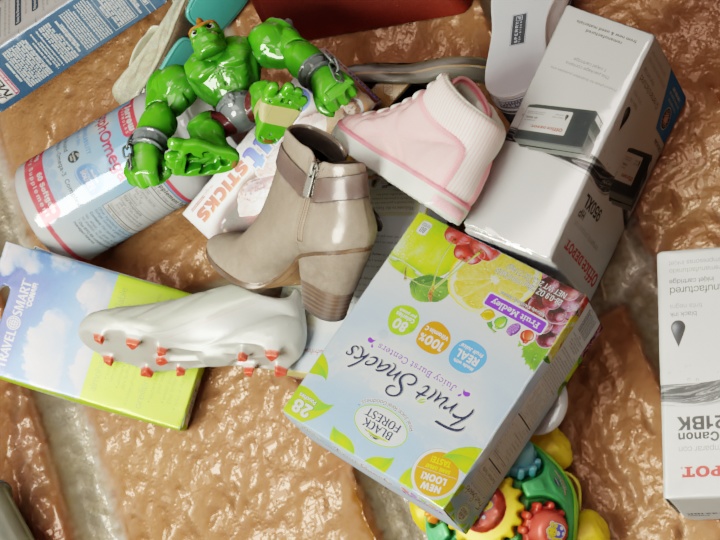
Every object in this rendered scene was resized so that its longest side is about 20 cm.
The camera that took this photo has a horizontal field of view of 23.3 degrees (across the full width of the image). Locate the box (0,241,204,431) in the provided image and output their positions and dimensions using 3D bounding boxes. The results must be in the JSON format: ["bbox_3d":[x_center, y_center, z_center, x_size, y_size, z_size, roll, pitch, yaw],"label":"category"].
[{"bbox_3d":[-0.235,0.059,1.556,0.199,0.048,0.122,16,81,2],"label":"box"}]

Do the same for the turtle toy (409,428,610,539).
[{"bbox_3d":[0.117,0.214,1.378,0.145,0.101,0.200,-29,66,11],"label":"turtle toy"}]

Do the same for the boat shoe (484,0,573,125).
[{"bbox_3d":[0.154,-0.201,1.511,0.072,0.068,0.200,-7,50,22],"label":"boat shoe"}]

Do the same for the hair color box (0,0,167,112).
[{"bbox_3d":[-0.285,-0.247,1.681,0.200,0.061,0.100,-31,34,10],"label":"hair color box"}]

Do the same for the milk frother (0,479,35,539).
[{"bbox_3d":[-0.356,0.300,1.487,0.180,0.200,0.188,-41,64,10],"label":"milk frother"}]

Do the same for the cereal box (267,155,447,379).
[{"bbox_3d":[0.000,0.000,1.507,0.144,0.039,0.201,5,77,40],"label":"cereal box"}]

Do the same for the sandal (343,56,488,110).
[{"bbox_3d":[0.029,-0.158,1.553,0.199,0.082,0.055,-2,95,14],"label":"sandal"}]

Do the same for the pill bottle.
[{"bbox_3d":[-0.207,-0.095,1.597,0.200,0.109,0.109,-29,66,11],"label":"pill bottle"}]

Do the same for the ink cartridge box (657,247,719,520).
[{"bbox_3d":[0.309,0.086,1.351,0.144,0.084,0.201,-5,73,19],"label":"ink cartridge box"}]

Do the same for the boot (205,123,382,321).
[{"bbox_3d":[-0.058,-0.051,1.460,0.200,0.070,0.147,24,119,40],"label":"boot"}]

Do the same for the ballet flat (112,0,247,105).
[{"bbox_3d":[-0.170,-0.234,1.651,0.062,0.067,0.200,34,88,36],"label":"ballet flat"}]

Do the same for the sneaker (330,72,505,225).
[{"bbox_3d":[0.052,-0.113,1.414,0.105,0.075,0.200,-60,31,4],"label":"sneaker"}]

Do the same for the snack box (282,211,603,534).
[{"bbox_3d":[0.065,0.077,1.368,0.168,0.068,0.200,27,78,31],"label":"snack box"}]

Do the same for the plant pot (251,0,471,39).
[{"bbox_3d":[-0.022,-0.341,1.561,0.199,0.176,0.200,-7,72,19],"label":"plant pot"}]

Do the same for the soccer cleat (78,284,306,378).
[{"bbox_3d":[-0.143,0.048,1.505,0.199,0.069,0.078,2,56,10],"label":"soccer cleat"}]

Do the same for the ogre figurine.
[{"bbox_3d":[-0.113,-0.148,1.484,0.200,0.098,0.120,-37,46,19],"label":"ogre figurine"}]

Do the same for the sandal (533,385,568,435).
[{"bbox_3d":[0.117,0.064,1.447,0.079,0.059,0.207,-52,49,20],"label":"sandal"}]

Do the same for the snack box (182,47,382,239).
[{"bbox_3d":[-0.070,-0.098,1.539,0.072,0.024,0.200,44,110,6],"label":"snack box"}]

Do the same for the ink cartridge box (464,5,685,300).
[{"bbox_3d":[0.177,-0.090,1.423,0.084,0.145,0.200,23,84,25],"label":"ink cartridge box"}]
